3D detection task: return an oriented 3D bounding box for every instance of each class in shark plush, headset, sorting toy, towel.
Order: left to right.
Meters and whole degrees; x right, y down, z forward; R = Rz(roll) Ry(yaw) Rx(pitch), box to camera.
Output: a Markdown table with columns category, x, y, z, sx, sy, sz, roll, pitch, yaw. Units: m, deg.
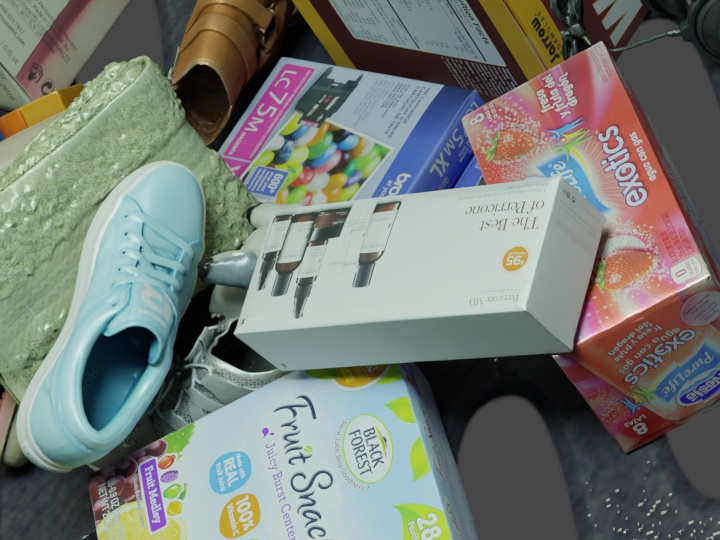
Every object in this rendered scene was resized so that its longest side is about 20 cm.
| category | x | y | z | sx | sy | sz | roll | pitch | yaw |
| --- | --- | --- | --- | --- | --- | --- | --- | --- | --- |
| sorting toy | -0.236 | -0.084 | 1.670 | 0.185 | 0.036 | 0.200 | -24 | 8 | 14 |
| towel | -0.159 | -0.016 | 1.505 | 0.200 | 0.148 | 0.036 | -45 | 26 | -19 |
| shark plush | 0.000 | 0.000 | 1.494 | 0.200 | 0.083 | 0.091 | -13 | 20 | 14 |
| headset | 0.205 | -0.178 | 1.494 | 0.200 | 0.094 | 0.124 | -30 | 42 | -9 |

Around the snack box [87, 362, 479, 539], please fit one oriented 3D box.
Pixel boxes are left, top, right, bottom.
| category | x | y | z | sx | sy | sz | roll | pitch | yaw |
| --- | --- | --- | --- | --- | --- | --- | --- | --- | --- |
| snack box | -0.042 | 0.145 | 1.396 | 0.200 | 0.068 | 0.169 | -27 | 43 | 8 |

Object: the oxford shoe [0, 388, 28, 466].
| category | x | y | z | sx | sy | sz | roll | pitch | yaw |
| --- | --- | --- | --- | --- | --- | --- | --- | --- | --- |
| oxford shoe | -0.163 | 0.042 | 1.562 | 0.200 | 0.074 | 0.071 | -60 | 5 | -1 |

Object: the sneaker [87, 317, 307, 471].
| category | x | y | z | sx | sy | sz | roll | pitch | yaw |
| --- | --- | --- | --- | --- | --- | --- | --- | --- | --- |
| sneaker | -0.086 | 0.060 | 1.485 | 0.200 | 0.082 | 0.075 | -21 | 45 | 16 |

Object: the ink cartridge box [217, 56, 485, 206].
| category | x | y | z | sx | sy | sz | roll | pitch | yaw |
| --- | --- | --- | --- | --- | --- | --- | --- | --- | --- |
| ink cartridge box | 0.000 | -0.067 | 1.573 | 0.200 | 0.042 | 0.119 | 15 | 64 | 39 |

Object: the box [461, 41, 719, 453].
| category | x | y | z | sx | sy | sz | roll | pitch | yaw |
| --- | --- | --- | --- | --- | --- | --- | --- | --- | --- |
| box | 0.139 | -0.015 | 1.392 | 0.095 | 0.103 | 0.200 | -28 | 45 | 11 |

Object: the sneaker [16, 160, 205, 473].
| category | x | y | z | sx | sy | sz | roll | pitch | yaw |
| --- | --- | --- | --- | --- | --- | --- | --- | --- | --- |
| sneaker | -0.125 | 0.024 | 1.445 | 0.082 | 0.074 | 0.200 | -13 | 53 | 55 |

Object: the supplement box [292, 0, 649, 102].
| category | x | y | z | sx | sy | sz | roll | pitch | yaw |
| --- | --- | --- | --- | --- | --- | --- | --- | --- | --- |
| supplement box | 0.082 | -0.223 | 1.583 | 0.200 | 0.133 | 0.197 | 16 | 64 | 41 |

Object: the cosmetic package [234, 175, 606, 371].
| category | x | y | z | sx | sy | sz | roll | pitch | yaw |
| --- | --- | --- | --- | --- | --- | --- | --- | --- | --- |
| cosmetic package | 0.029 | 0.003 | 1.352 | 0.200 | 0.051 | 0.083 | -6 | 59 | 39 |

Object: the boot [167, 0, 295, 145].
| category | x | y | z | sx | sy | sz | roll | pitch | yaw |
| --- | --- | --- | --- | --- | --- | --- | --- | --- | --- |
| boot | -0.076 | -0.188 | 1.620 | 0.074 | 0.200 | 0.155 | 15 | 53 | 14 |

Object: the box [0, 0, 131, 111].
| category | x | y | z | sx | sy | sz | roll | pitch | yaw |
| --- | --- | --- | --- | --- | --- | --- | --- | --- | --- |
| box | -0.237 | -0.224 | 1.808 | 0.128 | 0.109 | 0.200 | 15 | 63 | 41 |
